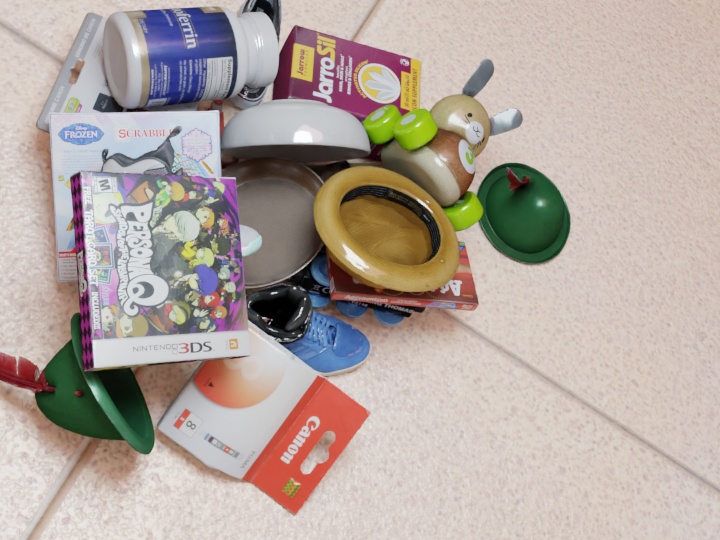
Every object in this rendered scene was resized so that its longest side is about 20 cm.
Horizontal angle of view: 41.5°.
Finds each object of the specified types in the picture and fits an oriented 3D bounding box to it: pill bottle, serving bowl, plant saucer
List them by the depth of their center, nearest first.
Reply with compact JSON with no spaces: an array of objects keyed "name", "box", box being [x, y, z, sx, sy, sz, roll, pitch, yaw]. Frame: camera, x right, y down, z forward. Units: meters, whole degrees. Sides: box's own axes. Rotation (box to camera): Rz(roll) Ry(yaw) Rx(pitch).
[{"name":"pill bottle","box":[-0.209,-0.269,1.186,0.199,0.116,0.116,-12,72,-29]},{"name":"plant saucer","box":[-0.131,-0.058,1.229,0.199,0.032,0.201,-4,58,7]},{"name":"serving bowl","box":[-0.086,-0.184,1.244,0.199,0.200,0.066,1,91,-23]}]

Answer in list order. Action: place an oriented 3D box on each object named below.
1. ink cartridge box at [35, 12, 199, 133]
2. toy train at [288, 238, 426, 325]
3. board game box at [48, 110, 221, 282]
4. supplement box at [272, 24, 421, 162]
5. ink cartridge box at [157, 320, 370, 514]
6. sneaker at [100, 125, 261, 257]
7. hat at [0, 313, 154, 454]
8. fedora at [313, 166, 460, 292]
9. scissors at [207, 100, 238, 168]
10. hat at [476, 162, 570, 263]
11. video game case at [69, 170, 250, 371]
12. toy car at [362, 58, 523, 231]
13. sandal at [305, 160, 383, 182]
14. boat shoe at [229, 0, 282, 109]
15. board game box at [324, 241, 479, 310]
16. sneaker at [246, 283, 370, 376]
[{"name":"ink cartridge box","box":[-0.306,-0.210,1.234,0.175,0.084,0.201,21,60,-13]},{"name":"toy train","box":[0.000,0.000,1.276,0.199,0.087,0.115,14,54,-13]},{"name":"board game box","box":[-0.265,-0.090,1.142,0.199,0.041,0.201,-1,96,-7]},{"name":"supplement box","box":[-0.021,-0.250,1.367,0.199,0.103,0.132,11,64,-18]},{"name":"ink cartridge box","box":[-0.113,0.176,1.118,0.200,0.050,0.163,37,93,-1]},{"name":"sneaker","box":[-0.203,-0.092,1.081,0.199,0.078,0.141,9,104,-9]},{"name":"hat","box":[-0.346,0.154,1.045,0.175,0.166,0.200,-28,44,-2]},{"name":"fedora","box":[0.024,-0.036,1.180,0.200,0.082,0.202,16,49,-19]},{"name":"scissors","box":[-0.208,-0.227,1.327,0.073,0.014,0.201,4,66,-22]},{"name":"hat","box":[0.276,-0.114,1.390,0.165,0.176,0.200,40,58,-2]},{"name":"video game case","box":[-0.207,-0.001,0.999,0.180,0.036,0.201,0,82,-37]},{"name":"toy car","box":[0.135,-0.183,1.280,0.200,0.158,0.165,-41,118,-14]},{"name":"sandal","box":[-0.027,-0.126,1.334,0.200,0.057,0.080,-15,74,-28]},{"name":"boat shoe","box":[-0.148,-0.326,1.363,0.071,0.068,0.201,22,59,-23]},{"name":"board game box","box":[0.053,-0.002,1.232,0.199,0.019,0.103,5,54,-20]},{"name":"sneaker","box":[-0.067,0.074,1.193,0.199,0.111,0.077,15,62,-17]}]
